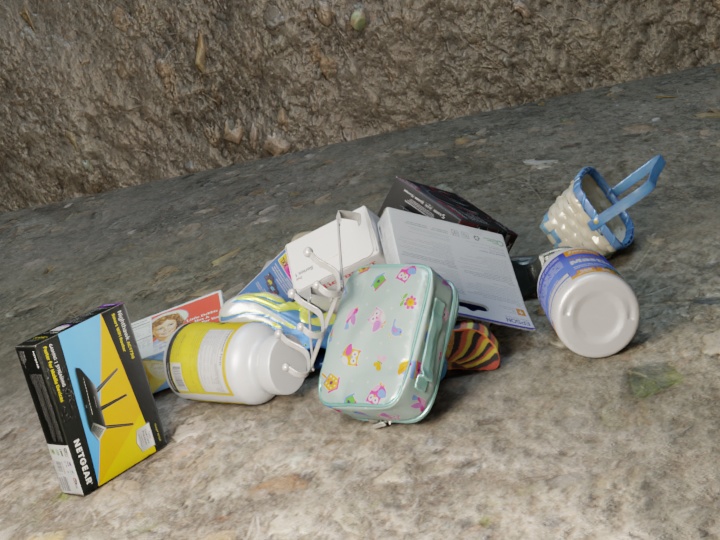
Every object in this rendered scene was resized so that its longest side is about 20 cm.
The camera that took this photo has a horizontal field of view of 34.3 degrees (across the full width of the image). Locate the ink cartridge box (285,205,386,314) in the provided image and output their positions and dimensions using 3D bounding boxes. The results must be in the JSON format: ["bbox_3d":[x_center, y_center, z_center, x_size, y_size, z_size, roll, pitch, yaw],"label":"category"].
[{"bbox_3d":[0.000,0.000,1.743,0.143,0.085,0.200,-25,-29,19],"label":"ink cartridge box"}]

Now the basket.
[{"bbox_3d":[0.398,-0.105,1.873,0.200,0.140,0.176,-41,0,30],"label":"basket"}]

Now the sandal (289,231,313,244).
[{"bbox_3d":[-0.012,-0.051,1.834,0.209,0.070,0.078,8,39,-38],"label":"sandal"}]

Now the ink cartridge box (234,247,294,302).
[{"bbox_3d":[-0.115,0.026,1.901,0.200,0.077,0.136,-39,-10,38],"label":"ink cartridge box"}]

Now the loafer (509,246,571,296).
[{"bbox_3d":[0.251,0.009,1.797,0.197,0.073,0.063,-10,-6,21],"label":"loafer"}]

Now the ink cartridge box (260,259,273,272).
[{"bbox_3d":[-0.075,0.008,2.076,0.197,0.069,0.117,-10,15,9],"label":"ink cartridge box"}]

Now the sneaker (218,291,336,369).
[{"bbox_3d":[-0.110,0.092,1.694,0.197,0.077,0.106,8,30,-7],"label":"sneaker"}]

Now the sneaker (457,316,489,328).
[{"bbox_3d":[0.107,0.064,1.718,0.197,0.079,0.099,3,13,22],"label":"sneaker"}]

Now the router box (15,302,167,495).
[{"bbox_3d":[-0.340,0.161,1.489,0.051,0.203,0.149,-3,17,40],"label":"router box"}]

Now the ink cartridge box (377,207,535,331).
[{"bbox_3d":[0.130,0.009,1.619,0.197,0.041,0.202,13,39,-22],"label":"ink cartridge box"}]

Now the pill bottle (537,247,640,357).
[{"bbox_3d":[0.296,0.033,1.552,0.110,0.114,0.200,-13,15,2],"label":"pill bottle"}]

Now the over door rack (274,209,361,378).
[{"bbox_3d":[-0.060,0.025,1.539,0.066,0.149,0.201,20,32,-4],"label":"over door rack"}]

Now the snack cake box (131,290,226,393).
[{"bbox_3d":[-0.290,0.117,1.788,0.197,0.068,0.115,-20,29,-1],"label":"snack cake box"}]

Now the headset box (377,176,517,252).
[{"bbox_3d":[0.133,-0.072,1.847,0.148,0.076,0.199,37,16,35],"label":"headset box"}]

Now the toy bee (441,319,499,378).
[{"bbox_3d":[0.081,0.094,1.537,0.197,0.110,0.131,-17,17,-11],"label":"toy bee"}]

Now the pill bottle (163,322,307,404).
[{"bbox_3d":[-0.174,0.129,1.630,0.198,0.114,0.112,-1,19,38],"label":"pill bottle"}]

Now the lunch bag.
[{"bbox_3d":[0.038,0.094,1.446,0.159,0.203,0.077,-2,-25,41],"label":"lunch bag"}]
